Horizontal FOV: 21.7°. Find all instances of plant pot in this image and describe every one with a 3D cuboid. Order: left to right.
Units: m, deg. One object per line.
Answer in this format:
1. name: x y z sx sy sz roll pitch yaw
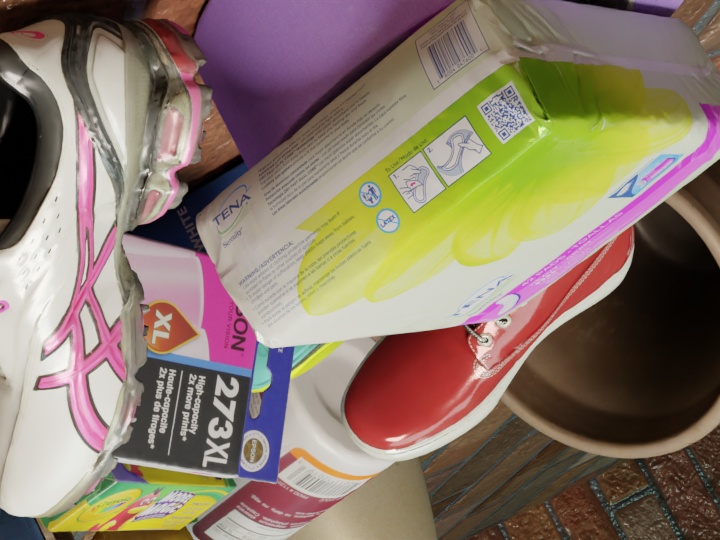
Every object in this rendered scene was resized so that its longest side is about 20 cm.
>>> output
1. plant pot: -0.018 0.195 1.438 0.186 0.201 0.187 -26 167 -7
2. plant pot: 0.177 -0.009 1.163 0.200 0.201 0.174 -40 179 40

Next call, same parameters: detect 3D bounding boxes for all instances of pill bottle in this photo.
1. pill bottle: -0.067 0.124 1.270 0.114 0.115 0.200 -11 159 -49

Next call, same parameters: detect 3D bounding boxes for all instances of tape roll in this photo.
1. tape roll: 0.035 -0.102 0.756 0.199 0.066 0.200 -26 165 -7

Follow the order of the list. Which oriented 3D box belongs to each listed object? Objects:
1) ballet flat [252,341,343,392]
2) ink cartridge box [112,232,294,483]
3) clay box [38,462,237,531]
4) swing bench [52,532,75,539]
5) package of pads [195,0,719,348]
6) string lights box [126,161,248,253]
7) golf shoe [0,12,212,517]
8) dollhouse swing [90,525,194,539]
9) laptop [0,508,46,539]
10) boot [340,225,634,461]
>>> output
1. ballet flat: 0.000 0.000 1.080 0.199 0.067 0.067 -33 -173 8
2. ink cartridge box: -0.097 0.035 0.806 0.199 0.095 0.037 15 170 -43
3. clay box: -0.131 0.075 0.963 0.047 0.115 0.200 -36 166 9
4. swing bench: -0.282 0.197 1.085 0.198 0.130 0.200 -15 162 -44
5. package of pads: 0.046 -0.037 0.737 0.154 0.068 0.200 -37 163 27
6. string lights box: -0.041 -0.017 0.928 0.199 0.059 0.103 -31 167 9
7. golf shoe: -0.122 0.001 0.690 0.092 0.072 0.201 -3 116 -40
8. dollhouse swing: -0.109 0.260 1.043 0.175 0.182 0.200 19 115 -39
9. laptop: -0.230 0.146 0.866 0.186 0.117 0.200 -23 -167 -20
10. boot: 0.065 0.007 0.977 0.200 0.072 0.144 -41 159 -13
